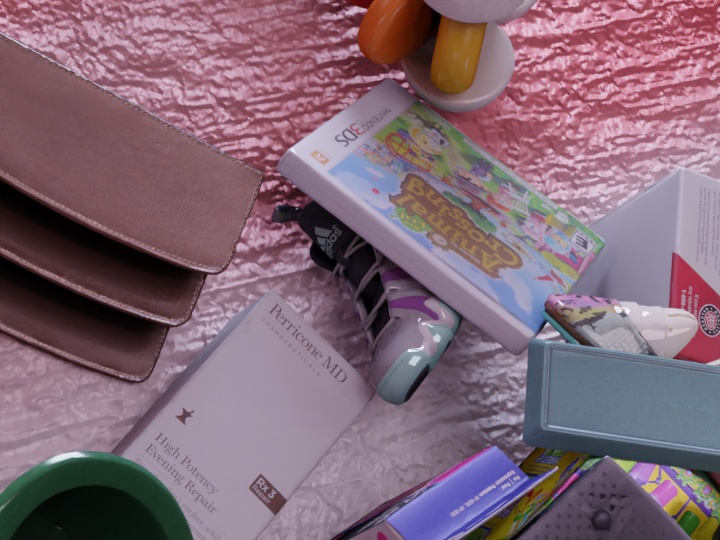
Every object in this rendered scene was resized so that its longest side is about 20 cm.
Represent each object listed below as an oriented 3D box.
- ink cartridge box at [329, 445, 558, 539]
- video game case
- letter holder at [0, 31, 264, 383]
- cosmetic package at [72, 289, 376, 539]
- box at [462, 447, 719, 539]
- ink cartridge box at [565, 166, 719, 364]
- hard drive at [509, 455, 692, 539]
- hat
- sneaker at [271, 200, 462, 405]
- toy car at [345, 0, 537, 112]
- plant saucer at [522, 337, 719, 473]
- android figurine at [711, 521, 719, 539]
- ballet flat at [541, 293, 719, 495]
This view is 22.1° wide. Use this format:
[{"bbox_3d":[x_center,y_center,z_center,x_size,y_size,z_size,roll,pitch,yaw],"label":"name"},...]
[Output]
[{"bbox_3d":[0.033,0.156,1.135,0.095,0.200,0.037,-30,88,-33],"label":"ink cartridge box"},{"bbox_3d":[0.061,-0.043,1.252,0.200,0.022,0.182,38,31,5],"label":"video game case"},{"bbox_3d":[-0.186,-0.033,1.150,0.200,0.101,0.142,28,64,-16],"label":"letter holder"},{"bbox_3d":[-0.091,0.117,1.161,0.102,0.074,0.200,44,60,-7],"label":"cosmetic package"},{"bbox_3d":[0.161,0.223,1.189,0.193,0.122,0.200,-44,96,-10],"label":"box"},{"bbox_3d":[0.269,0.042,1.328,0.200,0.145,0.146,18,63,-19],"label":"ink cartridge box"},{"bbox_3d":[0.162,0.224,1.106,0.135,0.042,0.200,-41,96,-9],"label":"hard drive"},{"bbox_3d":[-0.209,0.178,1.071,0.165,0.176,0.201,-4,91,-45],"label":"hat"},{"bbox_3d":[0.000,0.000,1.232,0.140,0.078,0.200,31,30,-5],"label":"sneaker"},{"bbox_3d":[0.056,-0.224,1.312,0.150,0.175,0.200,18,63,7],"label":"toy car"},{"bbox_3d":[0.200,0.086,1.134,0.199,0.019,0.070,9,67,-7],"label":"plant saucer"},{"bbox_3d":[0.291,0.223,1.115,0.200,0.041,0.182,26,52,-28],"label":"android figurine"},{"bbox_3d":[0.205,0.072,1.183,0.071,0.069,0.200,-43,95,11],"label":"ballet flat"}]
